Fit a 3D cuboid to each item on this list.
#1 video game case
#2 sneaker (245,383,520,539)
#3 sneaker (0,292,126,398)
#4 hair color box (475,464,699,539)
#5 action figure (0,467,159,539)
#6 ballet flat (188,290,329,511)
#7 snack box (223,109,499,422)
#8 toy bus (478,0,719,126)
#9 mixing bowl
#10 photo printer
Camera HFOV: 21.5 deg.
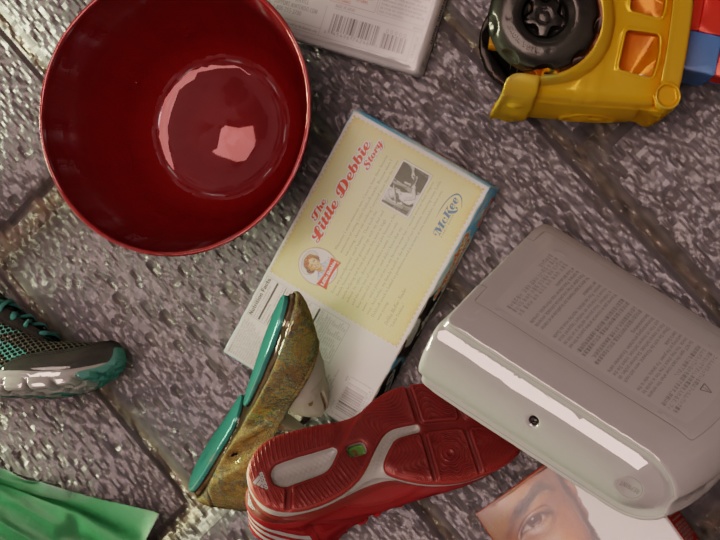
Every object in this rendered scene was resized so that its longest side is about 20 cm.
[{"bbox_3d":[-0.021,-0.254,1.374,0.199,0.024,0.183,18,92,16],"label":"video game case"},{"bbox_3d":[0.010,0.143,1.333,0.199,0.116,0.079,-7,64,-15],"label":"sneaker"},{"bbox_3d":[-0.270,0.050,1.405,0.199,0.078,0.092,-1,84,13],"label":"sneaker"},{"bbox_3d":[0.182,0.215,1.281,0.111,0.064,0.200,-38,78,12],"label":"hair color box"},{"bbox_3d":[-0.252,0.190,1.403,0.199,0.055,0.119,24,96,11],"label":"action figure"},{"bbox_3d":[-0.058,0.096,1.320,0.071,0.071,0.200,37,126,13],"label":"ballet flat"},{"bbox_3d":[0.000,0.000,1.351,0.116,0.037,0.200,30,96,14],"label":"snack box"},{"bbox_3d":[0.182,-0.192,1.271,0.191,0.136,0.201,8,87,2],"label":"toy bus"},{"bbox_3d":[-0.116,-0.106,1.350,0.199,0.108,0.201,-1,87,15],"label":"mixing bowl"},{"bbox_3d":[0.160,0.069,1.244,0.200,0.166,0.070,32,130,13],"label":"photo printer"}]
